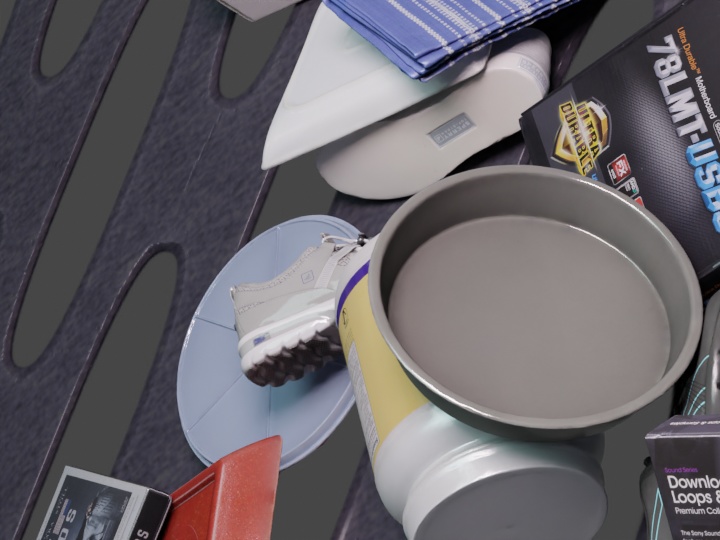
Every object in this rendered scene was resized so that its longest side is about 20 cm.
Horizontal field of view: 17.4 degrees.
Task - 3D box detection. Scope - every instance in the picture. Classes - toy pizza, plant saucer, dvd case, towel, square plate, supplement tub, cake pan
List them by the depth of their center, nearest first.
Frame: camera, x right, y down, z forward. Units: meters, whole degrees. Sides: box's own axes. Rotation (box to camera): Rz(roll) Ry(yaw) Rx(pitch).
[{"bbox_3d":[0.102,0.022,1.391,0.037,0.199,0.201,98,162,-49],"label":"cake pan"},{"bbox_3d":[0.069,0.078,1.461,0.145,0.145,0.201,-36,47,24],"label":"supplement tub"},{"bbox_3d":[-0.123,0.226,1.587,0.200,0.037,0.201,-39,38,54],"label":"plant saucer"},{"bbox_3d":[0.085,-0.201,1.614,0.199,0.024,0.145,-26,40,-19],"label":"towel"},{"bbox_3d":[-0.053,0.056,1.677,0.200,0.032,0.201,-24,52,35],"label":"toy pizza"},{"bbox_3d":[0.022,-0.174,1.683,0.197,0.028,0.201,-23,32,33],"label":"square plate"},{"bbox_3d":[-0.202,0.219,1.684,0.200,0.025,0.151,0,67,66],"label":"dvd case"}]

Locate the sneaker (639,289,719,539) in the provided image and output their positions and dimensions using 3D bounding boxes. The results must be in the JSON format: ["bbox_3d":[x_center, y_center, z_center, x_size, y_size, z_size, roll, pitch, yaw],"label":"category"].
[{"bbox_3d":[0.199,0.103,1.374,0.079,0.075,0.201,-12,60,42],"label":"sneaker"}]

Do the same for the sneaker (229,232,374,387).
[{"bbox_3d":[0.000,0.000,1.580,0.199,0.075,0.082,-24,63,1],"label":"sneaker"}]

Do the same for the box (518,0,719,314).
[{"bbox_3d":[0.210,-0.071,1.483,0.198,0.050,0.201,-35,48,26],"label":"box"}]

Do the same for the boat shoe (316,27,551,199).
[{"bbox_3d":[0.053,-0.115,1.649,0.200,0.072,0.069,-32,23,40],"label":"boat shoe"}]

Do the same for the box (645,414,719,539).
[{"bbox_3d":[0.240,0.170,1.235,0.142,0.036,0.201,-5,108,42],"label":"box"}]

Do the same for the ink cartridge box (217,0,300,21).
[{"bbox_3d":[-0.055,-0.316,1.847,0.145,0.084,0.201,-20,56,35],"label":"ink cartridge box"}]
